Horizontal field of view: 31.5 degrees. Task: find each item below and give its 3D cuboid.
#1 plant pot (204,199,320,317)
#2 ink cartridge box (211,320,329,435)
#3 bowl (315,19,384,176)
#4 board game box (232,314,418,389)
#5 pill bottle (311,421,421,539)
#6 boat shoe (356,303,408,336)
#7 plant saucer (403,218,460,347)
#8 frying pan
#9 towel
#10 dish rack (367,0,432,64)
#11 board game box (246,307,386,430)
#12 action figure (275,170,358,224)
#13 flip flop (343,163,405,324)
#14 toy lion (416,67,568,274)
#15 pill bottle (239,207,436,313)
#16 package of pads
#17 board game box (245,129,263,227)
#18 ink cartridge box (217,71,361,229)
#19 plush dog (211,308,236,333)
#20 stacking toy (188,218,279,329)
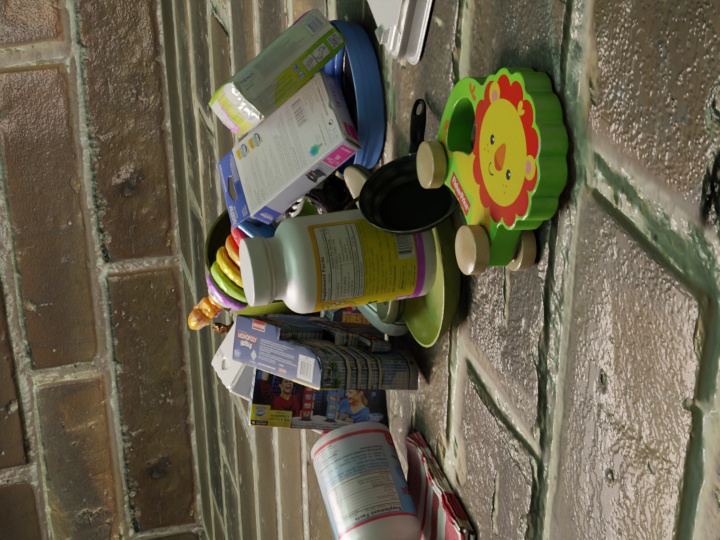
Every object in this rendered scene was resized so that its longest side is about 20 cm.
[{"bbox_3d":[-0.123,0.017,1.948,0.193,0.200,0.201,83,171,-56],"label":"plant pot"},{"bbox_3d":[-0.102,0.160,1.863,0.085,0.200,0.145,-61,20,3],"label":"ink cartridge box"},{"bbox_3d":[-0.014,-0.223,1.647,0.201,0.039,0.201,172,90,-75],"label":"bowl"},{"bbox_3d":[-0.024,0.103,1.611,0.200,0.199,0.062,12,97,52],"label":"board game box"},{"bbox_3d":[0.013,0.301,1.612,0.109,0.108,0.200,105,151,-56],"label":"pill bottle"},{"bbox_3d":[0.000,0.000,1.607,0.200,0.072,0.062,41,126,27],"label":"boat shoe"},{"bbox_3d":[0.074,-0.015,1.447,0.200,0.031,0.201,171,90,-76],"label":"plant saucer"},{"bbox_3d":[0.045,-0.102,1.362,0.190,0.115,0.031,-112,2,-46],"label":"frying pan"},{"bbox_3d":[0.094,0.313,1.573,0.200,0.023,0.144,-121,26,-56],"label":"towel"},{"bbox_3d":[0.029,-0.345,1.413,0.172,0.043,0.200,103,154,-52],"label":"dish rack"},{"bbox_3d":[-0.051,0.116,1.757,0.062,0.199,0.201,-153,71,-71],"label":"board game box"},{"bbox_3d":[-0.052,-0.092,1.726,0.102,0.119,0.200,-54,30,26],"label":"action figure"},{"bbox_3d":[0.006,-0.032,1.521,0.081,0.057,0.201,134,126,-72],"label":"flip flop"},{"bbox_3d":[0.125,-0.107,1.161,0.200,0.068,0.192,-112,27,-43],"label":"toy lion"},{"bbox_3d":[-0.026,-0.011,1.372,0.104,0.199,0.105,172,90,-76],"label":"pill bottle"},{"bbox_3d":[-0.113,-0.247,1.623,0.068,0.154,0.200,48,168,-9],"label":"package of pads"},{"bbox_3d":[-0.110,-0.171,1.745,0.135,0.035,0.200,-45,29,31],"label":"board game box"},{"bbox_3d":[-0.094,-0.145,1.612,0.200,0.042,0.120,-36,52,24],"label":"ink cartridge box"},{"bbox_3d":[-0.150,0.051,2.155,0.172,0.160,0.200,-56,38,34],"label":"plush dog"},{"bbox_3d":[-0.175,0.012,1.782,0.200,0.110,0.116,-49,2,16],"label":"stacking toy"}]
